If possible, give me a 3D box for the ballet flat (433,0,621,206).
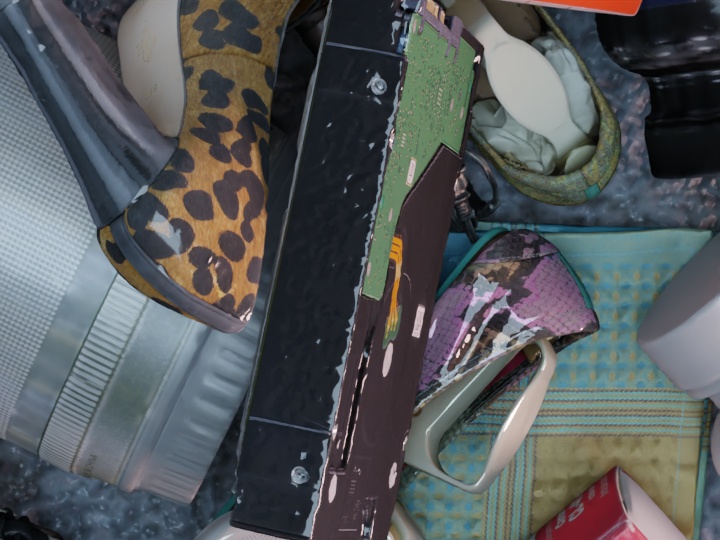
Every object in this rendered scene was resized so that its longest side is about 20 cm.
[{"bbox_3d":[0.038,-0.110,1.172,0.071,0.071,0.200,-38,93,4],"label":"ballet flat"}]

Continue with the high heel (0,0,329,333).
[{"bbox_3d":[-0.036,-0.056,1.069,0.071,0.200,0.143,-39,79,41],"label":"high heel"}]

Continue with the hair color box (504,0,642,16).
[{"bbox_3d":[0.018,-0.145,1.040,0.101,0.199,0.062,37,112,34],"label":"hair color box"}]

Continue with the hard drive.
[{"bbox_3d":[0.000,0.000,1.074,0.038,0.140,0.201,12,88,12],"label":"hard drive"}]

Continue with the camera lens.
[{"bbox_3d":[-0.125,-0.015,1.137,0.199,0.160,0.161,27,96,-2],"label":"camera lens"}]

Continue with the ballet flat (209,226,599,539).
[{"bbox_3d":[0.018,0.072,1.165,0.200,0.069,0.071,-46,67,10],"label":"ballet flat"}]

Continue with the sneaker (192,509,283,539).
[{"bbox_3d":[-0.075,0.175,1.177,0.073,0.112,0.201,13,102,-15],"label":"sneaker"}]

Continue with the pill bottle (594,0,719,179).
[{"bbox_3d":[0.142,-0.142,1.143,0.111,0.112,0.201,-9,96,2],"label":"pill bottle"}]

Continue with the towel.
[{"bbox_3d":[0.073,0.078,1.213,0.146,0.022,0.201,3,98,2],"label":"towel"}]

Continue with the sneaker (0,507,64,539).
[{"bbox_3d":[-0.160,0.113,1.176,0.087,0.076,0.201,-19,127,-3],"label":"sneaker"}]

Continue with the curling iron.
[{"bbox_3d":[-0.007,-0.096,1.183,0.025,0.050,0.200,-35,81,-13],"label":"curling iron"}]

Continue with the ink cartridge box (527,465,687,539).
[{"bbox_3d":[0.079,0.202,1.178,0.200,0.086,0.148,-40,99,11],"label":"ink cartridge box"}]

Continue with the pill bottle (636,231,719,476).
[{"bbox_3d":[0.210,0.068,1.153,0.120,0.120,0.200,-44,97,5],"label":"pill bottle"}]
